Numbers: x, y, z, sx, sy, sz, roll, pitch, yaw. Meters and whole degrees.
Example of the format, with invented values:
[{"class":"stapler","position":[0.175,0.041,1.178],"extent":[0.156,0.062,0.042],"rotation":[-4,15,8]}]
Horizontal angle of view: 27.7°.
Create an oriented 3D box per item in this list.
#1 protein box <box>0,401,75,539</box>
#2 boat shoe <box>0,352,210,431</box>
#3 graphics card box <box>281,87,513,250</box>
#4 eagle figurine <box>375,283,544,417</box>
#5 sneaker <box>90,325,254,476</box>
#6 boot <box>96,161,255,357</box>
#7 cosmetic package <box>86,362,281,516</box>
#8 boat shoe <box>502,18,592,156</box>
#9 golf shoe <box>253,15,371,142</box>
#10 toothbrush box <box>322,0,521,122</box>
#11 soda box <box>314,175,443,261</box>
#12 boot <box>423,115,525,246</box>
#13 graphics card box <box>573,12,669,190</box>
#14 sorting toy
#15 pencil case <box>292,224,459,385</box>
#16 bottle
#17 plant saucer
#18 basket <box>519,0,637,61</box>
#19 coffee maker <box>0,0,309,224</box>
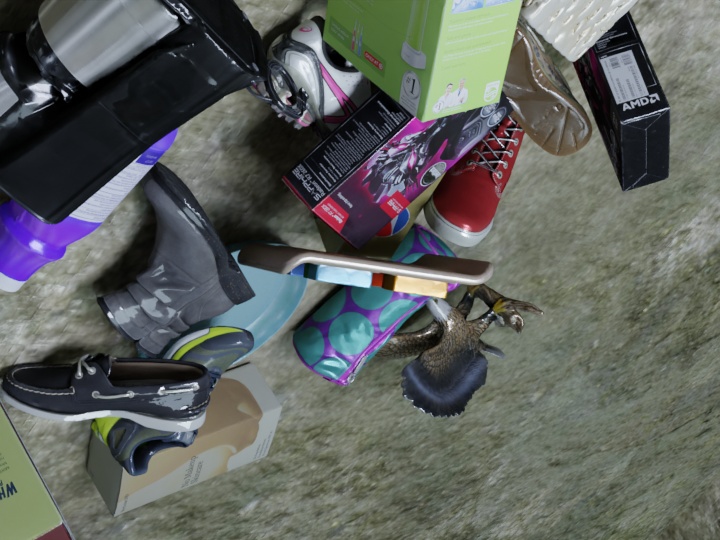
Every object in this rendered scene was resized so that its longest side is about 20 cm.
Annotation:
[{"class":"protein box","position":[-0.383,0.226,1.321],"extent":[0.198,0.200,0.135],"rotation":[-29,150,-15]},{"class":"boat shoe","position":[-0.242,0.108,1.393],"extent":[0.199,0.074,0.061],"rotation":[9,119,-7]},{"class":"graphics card box","position":[0.037,-0.114,1.299],"extent":[0.200,0.051,0.125],"rotation":[-43,154,3]},{"class":"eagle figurine","position":[0.091,0.083,1.718],"extent":[0.200,0.151,0.152],"rotation":[-41,-177,-19]},{"class":"sneaker","position":[-0.179,0.132,1.479],"extent":[0.200,0.081,0.074],"rotation":[-41,151,14]},{"class":"boot","position":[-0.186,0.001,1.332],"extent":[0.131,0.070,0.200],"rotation":[-31,136,-3]},{"class":"cosmetic package","position":[-0.194,0.185,1.606],"extent":[0.199,0.071,0.105],"rotation":[-20,147,-29]},{"class":"boat shoe","position":[0.146,-0.192,1.394],"extent":[0.073,0.063,0.200],"rotation":[-32,118,20]},{"class":"golf shoe","position":[-0.016,-0.157,1.306],"extent":[0.092,0.073,0.200],"rotation":[-44,151,9]},{"class":"toothbrush box","position":[0.054,-0.243,1.146],"extent":[0.086,0.146,0.201],"rotation":[-19,134,-31]},{"class":"soda box","position":[0.030,-0.093,1.440],"extent":[0.064,0.068,0.200],"rotation":[11,129,-30]},{"class":"boot","position":[0.130,-0.121,1.454],"extent":[0.145,0.072,0.200],"rotation":[-61,-178,35]},{"class":"graphics card box","position":[0.242,-0.192,1.396],"extent":[0.051,0.201,0.126],"rotation":[-17,151,1]},{"class":"sorting toy","position":[0.000,0.000,1.359],"extent":[0.199,0.185,0.037],"rotation":[3,92,-19]},{"class":"pencil case","position":[0.022,0.041,1.618],"extent":[0.200,0.092,0.085],"rotation":[-43,151,9]},{"class":"bottle","position":[-0.239,-0.067,1.195],"extent":[0.200,0.065,0.083],"rotation":[-46,154,16]},{"class":"plant saucer","position":[-0.144,0.037,1.493],"extent":[0.200,0.027,0.200],"rotation":[-27,150,-17]},{"class":"basket","position":[0.196,-0.301,1.278],"extent":[0.200,0.123,0.135],"rotation":[-46,151,13]},{"class":"coffee maker","position":[-0.176,-0.127,1.055],"extent":[0.200,0.192,0.135],"rotation":[-34,-165,18]}]
